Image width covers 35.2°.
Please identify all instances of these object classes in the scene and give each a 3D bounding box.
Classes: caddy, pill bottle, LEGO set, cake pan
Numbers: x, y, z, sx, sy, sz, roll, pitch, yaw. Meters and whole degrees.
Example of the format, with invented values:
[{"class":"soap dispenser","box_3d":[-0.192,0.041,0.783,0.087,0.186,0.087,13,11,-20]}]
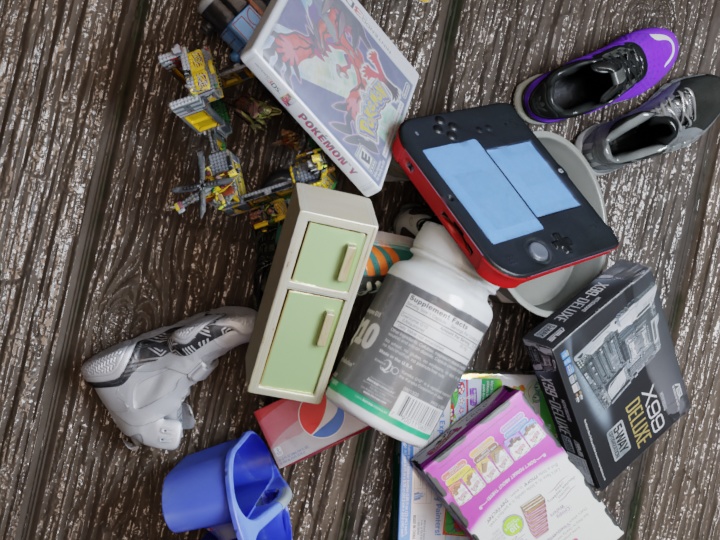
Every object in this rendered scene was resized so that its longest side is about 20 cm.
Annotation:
[{"class":"caddy","box_3d":[-0.119,0.243,1.145,0.105,0.200,0.141,-18,94,7]},{"class":"pill bottle","box_3d":[0.058,0.061,1.108,0.113,0.113,0.200,29,87,-10]},{"class":"LEGO set","box_3d":[-0.110,-0.147,1.084,0.154,0.116,0.200,-10,76,12]},{"class":"cake pan","box_3d":[0.192,-0.048,1.218,0.200,0.037,0.200,5,83,-41]}]

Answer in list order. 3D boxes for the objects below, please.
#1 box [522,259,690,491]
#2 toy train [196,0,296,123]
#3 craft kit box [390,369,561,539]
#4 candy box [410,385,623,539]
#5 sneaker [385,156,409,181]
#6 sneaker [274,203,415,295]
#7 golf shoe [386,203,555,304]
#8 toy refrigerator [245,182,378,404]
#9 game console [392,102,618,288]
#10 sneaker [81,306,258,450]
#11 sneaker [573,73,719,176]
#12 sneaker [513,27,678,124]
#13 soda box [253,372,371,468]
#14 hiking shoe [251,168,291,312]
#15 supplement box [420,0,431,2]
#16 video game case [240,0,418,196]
[{"class":"box","box_3d":[0.271,0.113,1.231,0.158,0.050,0.200,-35,120,-23]},{"class":"toy train","box_3d":[-0.083,-0.248,1.191,0.114,0.087,0.200,-45,99,-1]},{"class":"craft kit box","box_3d":[0.135,0.209,1.264,0.197,0.049,0.200,3,91,-8]},{"class":"candy box","box_3d":[0.168,0.243,1.219,0.136,0.061,0.200,-37,97,-8]},{"class":"sneaker","box_3d":[0.100,-0.121,1.222,0.200,0.092,0.076,1,90,-13]},{"class":"sneaker","box_3d":[0.000,0.000,1.163,0.200,0.071,0.080,18,65,-24]},{"class":"golf shoe","box_3d":[0.128,-0.012,1.231,0.200,0.094,0.078,19,87,-12]},{"class":"toy refrigerator","box_3d":[-0.049,0.026,1.076,0.076,0.070,0.200,12,116,-14]},{"class":"game console","box_3d":[0.140,-0.079,1.102,0.177,0.031,0.200,-18,64,-35]},{"class":"sneaker","box_3d":[-0.180,0.113,1.172,0.200,0.075,0.115,-19,100,12]},{"class":"sneaker","box_3d":[0.342,-0.162,1.255,0.200,0.115,0.075,-29,96,-8]},{"class":"sneaker","box_3d":[0.275,-0.212,1.248,0.200,0.100,0.070,-25,98,-9]},{"class":"soda box","box_3d":[-0.006,0.136,1.197,0.200,0.063,0.070,-27,82,4]},{"class":"hiking shoe","box_3d":[-0.075,-0.008,1.188,0.076,0.101,0.200,1,91,-11]},{"class":"supplement box","box_3d":[0.002,-0.380,1.166,0.200,0.103,0.131,18,50,-10]},{"class":"video game case","box_3d":[-0.021,-0.196,1.093,0.182,0.023,0.200,46,39,-25]}]
